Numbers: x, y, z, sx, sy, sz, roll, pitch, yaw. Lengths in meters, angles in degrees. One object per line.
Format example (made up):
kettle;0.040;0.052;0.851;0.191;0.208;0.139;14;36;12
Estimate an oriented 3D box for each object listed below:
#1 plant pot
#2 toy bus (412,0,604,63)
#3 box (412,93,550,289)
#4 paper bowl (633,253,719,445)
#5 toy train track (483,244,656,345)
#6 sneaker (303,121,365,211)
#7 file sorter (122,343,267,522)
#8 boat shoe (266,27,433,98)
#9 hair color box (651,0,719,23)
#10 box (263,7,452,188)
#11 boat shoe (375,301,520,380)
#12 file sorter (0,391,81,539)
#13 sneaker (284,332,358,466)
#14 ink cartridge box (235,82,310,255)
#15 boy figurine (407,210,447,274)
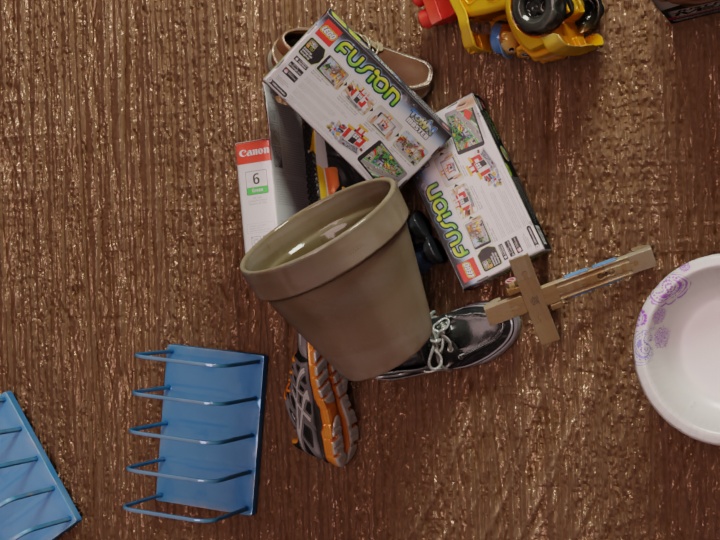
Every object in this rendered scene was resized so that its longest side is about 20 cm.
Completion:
plant pot;-0.007;0.020;1.537;0.199;0.200;0.174;-25;106;19
toy bus;0.156;-0.310;1.566;0.191;0.135;0.201;-26;83;32
box;0.129;-0.091;1.607;0.110;0.035;0.201;-27;81;19
paper bowl;0.398;0.083;1.474;0.199;0.104;0.203;0;90;21
toy train track;0.236;0.013;1.566;0.199;0.033;0.115;-20;112;8
sneaker;-0.019;-0.159;1.666;0.089;0.070;0.202;2;75;-13
file sorter;-0.207;0.199;1.697;0.138;0.123;0.202;5;91;20
boat shoe;-0.008;-0.240;1.613;0.198;0.072;0.076;5;65;-9
hair color box;0.354;-0.313;1.443;0.098;0.200;0.061;-11;86;21
box;-0.002;-0.188;1.572;0.200;0.035;0.110;44;105;-9
boat shoe;0.088;0.084;1.612;0.198;0.068;0.074;-12;85;20
file sorter;-0.492;0.284;1.799;0.138;0.123;0.201;-36;78;17
sneaker;-0.057;0.139;1.648;0.077;0.078;0.202;6;110;32
ink cartridge box;-0.106;-0.118;1.667;0.050;0.109;0.202;-8;87;20
boy figurine;0.000;0.000;1.650;0.199;0.064;0.125;-27;89;16
